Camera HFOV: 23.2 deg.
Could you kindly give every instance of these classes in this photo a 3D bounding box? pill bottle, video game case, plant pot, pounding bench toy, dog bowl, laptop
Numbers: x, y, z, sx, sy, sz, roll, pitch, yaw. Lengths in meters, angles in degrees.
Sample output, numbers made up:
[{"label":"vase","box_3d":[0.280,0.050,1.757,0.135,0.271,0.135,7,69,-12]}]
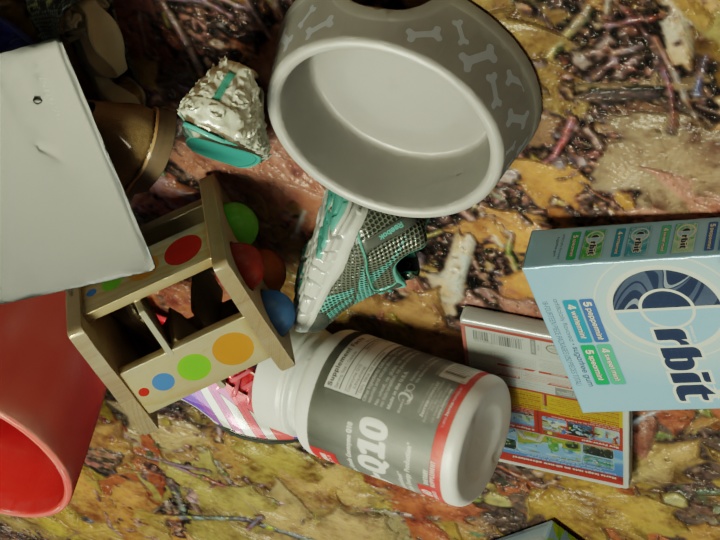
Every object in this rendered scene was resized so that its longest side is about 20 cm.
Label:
[{"label":"pill bottle","box_3d":[0.016,0.117,1.484,0.200,0.114,0.114,17,145,25]},{"label":"video game case","box_3d":[0.161,0.110,1.491,0.143,0.017,0.200,11,142,17]},{"label":"plant pot","box_3d":[-0.319,0.099,1.606,0.200,0.177,0.201,15,144,11]},{"label":"pounding bench toy","box_3d":[-0.145,0.001,1.442,0.156,0.200,0.124,-25,128,8]},{"label":"dog bowl","box_3d":[0.025,-0.116,1.242,0.200,0.059,0.200,15,144,11]},{"label":"laptop","box_3d":[-0.265,-0.083,1.294,0.200,0.116,0.187,35,148,59]}]

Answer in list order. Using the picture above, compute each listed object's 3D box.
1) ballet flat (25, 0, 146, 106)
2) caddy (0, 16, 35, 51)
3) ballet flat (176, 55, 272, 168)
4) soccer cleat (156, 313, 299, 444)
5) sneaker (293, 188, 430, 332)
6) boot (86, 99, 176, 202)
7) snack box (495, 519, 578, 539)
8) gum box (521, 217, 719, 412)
[{"label":"ballet flat","box_3d":[-0.196,-0.146,1.307,0.074,0.074,0.200,7,143,21]},{"label":"caddy","box_3d":[-0.295,-0.109,1.388,0.141,0.105,0.200,26,136,23]},{"label":"ballet flat","box_3d":[-0.092,-0.116,1.281,0.072,0.072,0.200,25,177,-3]},{"label":"soccer cleat","box_3d":[-0.128,0.096,1.595,0.200,0.068,0.073,24,140,3]},{"label":"sneaker","box_3d":[0.000,0.000,1.396,0.091,0.078,0.200,11,153,-9]},{"label":"boot","box_3d":[-0.206,-0.069,1.326,0.075,0.074,0.200,14,146,-20]},{"label":"snack box","box_3d":[0.198,0.341,1.724,0.200,0.068,0.169,38,143,-17]},{"label":"gum box","box_3d":[0.242,0.036,1.313,0.200,0.045,0.170,-4,135,25]}]
